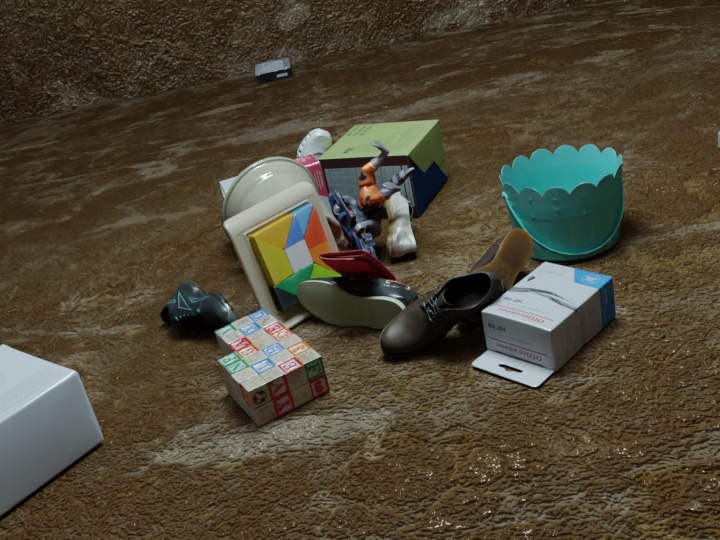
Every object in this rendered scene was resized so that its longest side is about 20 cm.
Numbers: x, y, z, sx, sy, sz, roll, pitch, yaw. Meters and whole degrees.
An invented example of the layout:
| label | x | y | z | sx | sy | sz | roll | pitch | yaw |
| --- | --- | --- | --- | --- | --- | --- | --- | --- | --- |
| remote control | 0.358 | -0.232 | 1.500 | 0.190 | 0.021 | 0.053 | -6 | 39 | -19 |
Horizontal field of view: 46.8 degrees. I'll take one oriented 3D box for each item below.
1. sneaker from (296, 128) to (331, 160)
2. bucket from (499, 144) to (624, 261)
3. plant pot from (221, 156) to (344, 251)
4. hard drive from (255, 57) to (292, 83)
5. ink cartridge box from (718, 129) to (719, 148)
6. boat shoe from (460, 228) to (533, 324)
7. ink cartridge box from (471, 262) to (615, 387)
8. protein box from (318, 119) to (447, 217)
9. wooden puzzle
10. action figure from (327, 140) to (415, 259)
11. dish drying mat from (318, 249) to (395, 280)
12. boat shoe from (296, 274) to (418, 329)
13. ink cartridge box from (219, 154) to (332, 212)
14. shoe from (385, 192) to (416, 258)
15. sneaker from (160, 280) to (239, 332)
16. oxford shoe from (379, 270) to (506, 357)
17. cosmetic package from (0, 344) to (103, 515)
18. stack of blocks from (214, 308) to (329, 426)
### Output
| label | x | y | z | sx | sy | sz | roll | pitch | yaw |
| --- | --- | --- | --- | --- | --- | --- | --- | --- | --- |
| sneaker | -0.103 | -0.196 | 1.736 | 0.074 | 0.201 | 0.081 | 10 | 26 | -25 |
| bucket | 0.341 | -0.114 | 1.395 | 0.205 | 0.136 | 0.208 | -11 | 25 | 5 |
| plant pot | -0.126 | -0.077 | 1.510 | 0.199 | 0.202 | 0.183 | -23 | 39 | -20 |
| hard drive | -0.328 | -0.757 | 3.138 | 0.138 | 0.038 | 0.200 | -13 | 25 | -1 |
| ink cartridge box | 0.791 | -0.297 | 1.672 | 0.099 | 0.040 | 0.200 | 5 | 30 | 34 |
| boat shoe | 0.199 | 0.017 | 1.284 | 0.200 | 0.070 | 0.070 | -44 | 2 | -34 |
| ink cartridge box | 0.249 | 0.069 | 1.144 | 0.115 | 0.067 | 0.199 | 15 | 37 | 43 |
| protein box | 0.051 | -0.211 | 1.729 | 0.198 | 0.136 | 0.199 | 1 | 29 | 25 |
| wooden puzzle | -0.109 | -0.024 | 1.358 | 0.184 | 0.202 | 0.037 | -32 | 13 | -35 |
| action figure | 0.027 | -0.097 | 1.479 | 0.104 | 0.194 | 0.201 | -5 | 52 | -30 |
| dish drying mat | 0.000 | 0.000 | 1.320 | 0.076 | 0.018 | 0.200 | -4 | -13 | 15 |
| boat shoe | -0.006 | 0.045 | 1.310 | 0.199 | 0.074 | 0.063 | 8 | 33 | 26 |
| ink cartridge box | -0.166 | -0.129 | 1.652 | 0.198 | 0.146 | 0.083 | -18 | 25 | -11 |
| shoe | 0.078 | -0.087 | 1.547 | 0.053 | 0.070 | 0.201 | -10 | 34 | 10 |
| sneaker | -0.268 | 0.076 | 1.391 | 0.079 | 0.076 | 0.199 | -42 | 29 | -23 |
| oxford shoe | 0.106 | 0.054 | 1.175 | 0.199 | 0.084 | 0.073 | -33 | 66 | 8 |
| cosmetic package | -0.498 | 0.217 | 1.129 | 0.199 | 0.124 | 0.199 | 8 | 32 | 40 |
| stack of blocks | -0.144 | 0.134 | 1.205 | 0.114 | 0.059 | 0.200 | -24 | 28 | -22 |
